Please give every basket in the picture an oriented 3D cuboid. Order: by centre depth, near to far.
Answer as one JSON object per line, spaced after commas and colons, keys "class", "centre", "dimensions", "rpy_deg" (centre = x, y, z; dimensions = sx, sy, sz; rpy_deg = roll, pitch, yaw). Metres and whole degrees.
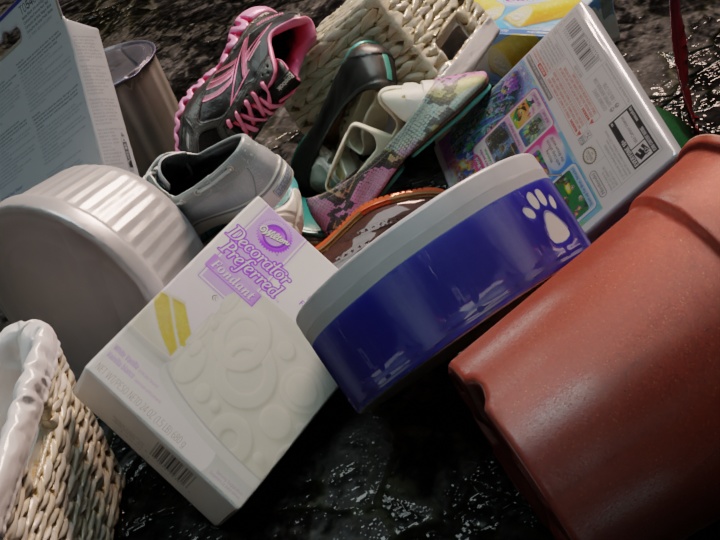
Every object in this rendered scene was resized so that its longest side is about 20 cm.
{"class": "basket", "centre": [-0.282, 0.173, 0.717], "dimensions": [0.198, 0.162, 0.199], "rpy_deg": [-18, 33, 8]}
{"class": "basket", "centre": [0.017, -0.212, 1.051], "dimensions": [0.199, 0.124, 0.136], "rpy_deg": [-28, 20, 46]}

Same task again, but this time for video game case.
{"class": "video game case", "centre": [0.149, -0.093, 0.839], "dimensions": [0.182, 0.024, 0.201], "rpy_deg": [-44, 41, 27]}

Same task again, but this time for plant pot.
{"class": "plant pot", "centre": [0.167, 0.061, 0.593], "dimensions": [0.194, 0.202, 0.201], "rpy_deg": [-33, 33, -2]}

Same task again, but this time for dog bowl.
{"class": "dog bowl", "centre": [0.058, 0.011, 0.715], "dimensions": [0.199, 0.079, 0.200], "rpy_deg": [-34, -8, -6]}

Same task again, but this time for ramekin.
{"class": "ramekin", "centre": [-0.216, 0.003, 0.884], "dimensions": [0.200, 0.204, 0.094], "rpy_deg": [3, 37, 34]}

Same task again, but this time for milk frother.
{"class": "milk frother", "centre": [-0.268, -0.099, 1.067], "dimensions": [0.178, 0.190, 0.201], "rpy_deg": [0, 39, 32]}

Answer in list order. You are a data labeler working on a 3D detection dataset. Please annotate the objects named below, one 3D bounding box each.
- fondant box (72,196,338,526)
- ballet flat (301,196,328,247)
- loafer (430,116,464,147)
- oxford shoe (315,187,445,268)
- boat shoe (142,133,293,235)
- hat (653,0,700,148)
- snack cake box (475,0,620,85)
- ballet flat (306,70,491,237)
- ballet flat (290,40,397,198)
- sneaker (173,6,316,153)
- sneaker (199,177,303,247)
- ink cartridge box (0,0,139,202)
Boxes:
{"class": "fondant box", "centre": [-0.090, 0.062, 0.775], "dimensions": [0.200, 0.144, 0.058], "rpy_deg": [-49, 1, -35]}
{"class": "ballet flat", "centre": [-0.101, -0.050, 1.010], "dimensions": [0.198, 0.064, 0.069], "rpy_deg": [25, 41, 25]}
{"class": "loafer", "centre": [0.111, -0.115, 0.983], "dimensions": [0.071, 0.073, 0.200], "rpy_deg": [-37, 29, -3]}
{"class": "oxford shoe", "centre": [0.000, 0.000, 0.892], "dimensions": [0.198, 0.071, 0.073], "rpy_deg": [-30, 50, 0]}
{"class": "boat shoe", "centre": [-0.144, -0.074, 0.891], "dimensions": [0.199, 0.072, 0.071], "rpy_deg": [-13, 44, 41]}
{"class": "hat", "centre": [0.219, -0.111, 0.800], "dimensions": [0.164, 0.177, 0.201], "rpy_deg": [-18, 33, 7]}
{"class": "snack cake box", "centre": [0.167, -0.260, 1.145], "dimensions": [0.199, 0.068, 0.115], "rpy_deg": [15, 49, 43]}
{"class": "ballet flat", "centre": [0.025, -0.113, 0.915], "dimensions": [0.200, 0.071, 0.069], "rpy_deg": [-47, 4, 12]}
{"class": "ballet flat", "centre": [-0.018, -0.122, 0.988], "dimensions": [0.067, 0.201, 0.069], "rpy_deg": [-6, 53, -29]}
{"class": "sneaker", "centre": [-0.102, -0.165, 0.978], "dimensions": [0.095, 0.079, 0.202], "rpy_deg": [8, 68, 43]}
{"class": "sneaker", "centre": [-0.129, -0.028, 0.953], "dimensions": [0.198, 0.077, 0.081], "rpy_deg": [-20, 52, 30]}
{"class": "ink cartridge box", "centre": [-0.295, -0.143, 0.977], "dimensions": [0.040, 0.203, 0.198], "rpy_deg": [-13, -5, -46]}
